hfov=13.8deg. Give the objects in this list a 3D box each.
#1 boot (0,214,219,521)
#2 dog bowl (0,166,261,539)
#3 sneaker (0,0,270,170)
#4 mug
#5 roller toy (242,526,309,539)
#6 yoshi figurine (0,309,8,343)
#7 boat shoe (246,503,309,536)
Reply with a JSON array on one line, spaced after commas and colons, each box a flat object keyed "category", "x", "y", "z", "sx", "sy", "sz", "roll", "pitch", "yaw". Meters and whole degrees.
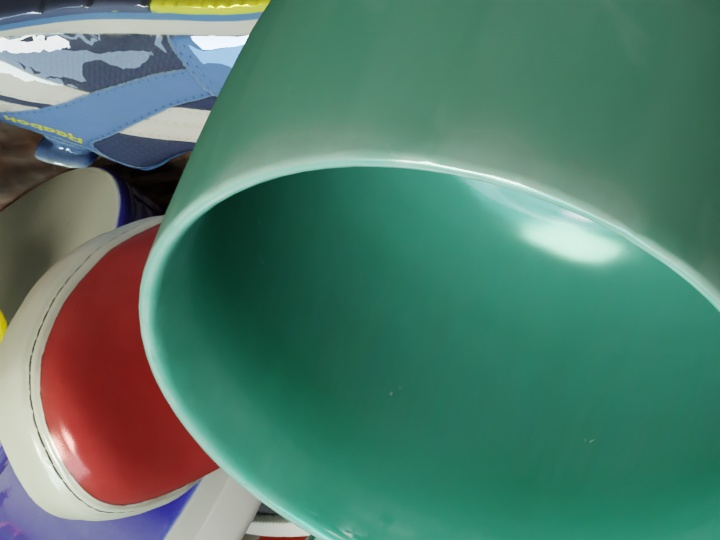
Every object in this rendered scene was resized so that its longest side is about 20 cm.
[{"category": "boot", "x": 0.000, "y": 0.000, "z": 0.818, "sx": 0.144, "sy": 0.200, "sz": 0.073, "roll": -17, "pitch": 102, "yaw": 38}, {"category": "dog bowl", "x": -0.112, "y": 0.067, "z": 0.934, "sx": 0.079, "sy": 0.201, "sz": 0.200, "roll": 41, "pitch": 138, "yaw": -21}, {"category": "sneaker", "x": -0.089, "y": -0.066, "z": 0.868, "sx": 0.199, "sy": 0.074, "sz": 0.082, "roll": 4, "pitch": 141, "yaw": 22}, {"category": "mug", "x": 0.028, "y": -0.009, "z": 0.684, "sx": 0.185, "sy": 0.115, "sz": 0.152, "roll": -19, "pitch": 127, "yaw": 42}, {"category": "roller toy", "x": 0.050, "y": 0.144, "z": 0.965, "sx": 0.199, "sy": 0.183, "sz": 0.140, "roll": 10, "pitch": 145, "yaw": 42}, {"category": "yoshi figurine", "x": -0.198, "y": -0.019, "z": 0.899, "sx": 0.112, "sy": 0.113, "sz": 0.200, "roll": 33, "pitch": 176, "yaw": -42}, {"category": "boat shoe", "x": 0.019, "y": 0.032, "z": 0.940, "sx": 0.199, "sy": 0.076, "sz": 0.060, "roll": -16, "pitch": 133, "yaw": 22}]
